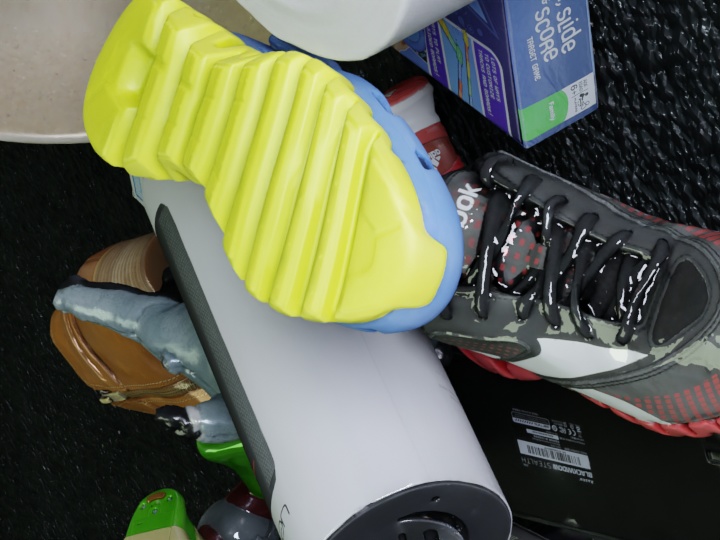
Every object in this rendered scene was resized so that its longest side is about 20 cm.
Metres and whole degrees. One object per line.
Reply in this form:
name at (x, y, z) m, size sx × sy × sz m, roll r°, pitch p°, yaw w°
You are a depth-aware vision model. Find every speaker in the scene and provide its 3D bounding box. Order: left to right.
speaker at (-0.015, 0.030, 1.025) m, size 0.081 × 0.081 × 0.200 m, roll 87°, pitch 162°, yaw -50°

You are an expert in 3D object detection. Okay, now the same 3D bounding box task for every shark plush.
shark plush at (-0.045, 0.041, 1.100) m, size 0.200 × 0.083 × 0.091 m, roll 37°, pitch 141°, yaw 22°

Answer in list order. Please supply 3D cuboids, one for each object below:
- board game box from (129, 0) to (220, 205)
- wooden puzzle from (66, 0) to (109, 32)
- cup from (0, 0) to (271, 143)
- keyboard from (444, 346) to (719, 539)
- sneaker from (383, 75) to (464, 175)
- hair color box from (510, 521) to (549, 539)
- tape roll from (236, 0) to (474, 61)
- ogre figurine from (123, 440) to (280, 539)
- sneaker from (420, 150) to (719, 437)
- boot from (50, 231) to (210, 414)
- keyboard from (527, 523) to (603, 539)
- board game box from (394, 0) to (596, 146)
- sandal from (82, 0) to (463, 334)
board game box at (-0.078, -0.082, 1.326) m, size 0.135 × 0.034 × 0.201 m, roll 44°, pitch 154°, yaw 42°
wooden puzzle at (-0.167, -0.173, 1.329) m, size 0.200 × 0.046 × 0.186 m, roll 132°, pitch 120°, yaw -78°
cup at (-0.122, -0.161, 1.146) m, size 0.200 × 0.199 × 0.144 m, roll 109°, pitch 157°, yaw -64°
keyboard at (0.082, 0.050, 1.071) m, size 0.199 × 0.040 × 0.104 m, roll 11°, pitch 126°, yaw 42°
sneaker at (0.000, 0.000, 1.179) m, size 0.116 × 0.078 × 0.200 m, roll 63°, pitch 162°, yaw 2°
hair color box at (0.094, 0.209, 1.211) m, size 0.101 × 0.061 × 0.201 m, roll 22°, pitch 141°, yaw 58°
tape roll at (-0.016, -0.169, 0.858) m, size 0.203 × 0.071 × 0.203 m, roll 48°, pitch 155°, yaw 31°
ogre figurine at (-0.040, 0.124, 1.214) m, size 0.098 × 0.200 × 0.120 m, roll 8°, pitch 146°, yaw 41°
sneaker at (0.072, 0.005, 0.946) m, size 0.098 × 0.071 × 0.200 m, roll 26°, pitch 173°, yaw -37°
boot at (-0.059, 0.065, 1.332) m, size 0.200 × 0.077 × 0.155 m, roll 37°, pitch 155°, yaw -12°
keyboard at (0.085, 0.123, 1.214) m, size 0.127 × 0.021 × 0.200 m, roll 60°, pitch 160°, yaw 4°
board game box at (0.020, -0.156, 0.958) m, size 0.135 × 0.034 × 0.201 m, roll 41°, pitch 152°, yaw 41°
sandal at (-0.015, -0.037, 0.937) m, size 0.200 × 0.087 × 0.080 m, roll 44°, pitch 114°, yaw 52°
